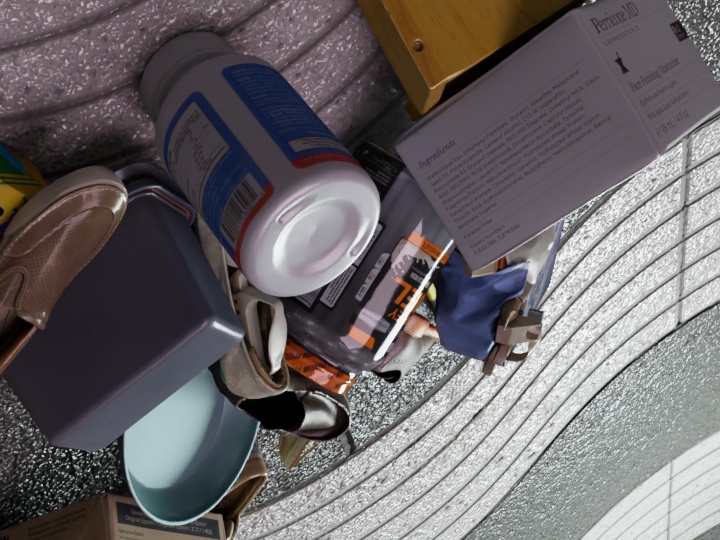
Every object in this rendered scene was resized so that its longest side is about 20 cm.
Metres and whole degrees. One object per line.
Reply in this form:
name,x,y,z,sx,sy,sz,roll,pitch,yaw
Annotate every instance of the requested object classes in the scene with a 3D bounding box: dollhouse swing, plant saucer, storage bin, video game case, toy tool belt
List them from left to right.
storage bin,-0.190,0.042,0.997,0.199,0.135,0.146,-36,162,5
plant saucer,-0.160,0.129,1.174,0.199,0.036,0.203,-26,121,-54
dollhouse swing,0.090,-0.241,1.065,0.199,0.176,0.183,-33,104,-8
toy tool belt,0.116,0.032,1.226,0.123,0.123,0.202,-57,155,-48
video game case,0.184,-0.012,1.360,0.143,0.019,0.201,-55,158,-39

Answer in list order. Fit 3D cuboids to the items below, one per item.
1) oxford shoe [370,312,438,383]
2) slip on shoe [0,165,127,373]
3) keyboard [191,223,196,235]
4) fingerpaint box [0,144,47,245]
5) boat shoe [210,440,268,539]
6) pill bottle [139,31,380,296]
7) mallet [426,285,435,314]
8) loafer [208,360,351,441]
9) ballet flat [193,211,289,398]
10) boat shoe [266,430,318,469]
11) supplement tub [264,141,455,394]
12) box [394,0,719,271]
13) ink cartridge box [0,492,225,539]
oxford shoe,0.031,0.071,1.279,0.073,0.071,0.200,-61,168,-2
slip on shoe,-0.233,0.014,0.894,0.200,0.061,0.076,-41,149,-1
keyboard,-0.108,-0.003,1.139,0.199,0.040,0.105,9,124,-49
fingerpaint box,-0.330,-0.015,0.885,0.200,0.074,0.167,-44,146,6
boat shoe,-0.161,0.259,1.352,0.073,0.069,0.201,4,126,-45
pill bottle,-0.080,-0.085,0.930,0.111,0.200,0.113,-24,143,-20
mallet,0.082,0.015,1.345,0.066,0.041,0.200,-44,150,2
loafer,-0.073,0.127,1.198,0.073,0.072,0.199,-35,142,18
ballet flat,-0.091,0.009,1.069,0.067,0.062,0.203,-26,113,-49
boat shoe,-0.051,0.123,1.324,0.073,0.062,0.201,-40,159,-51
supplement tub,0.000,0.000,1.138,0.201,0.122,0.122,-58,144,3
box,0.170,-0.124,1.074,0.199,0.132,0.199,-34,179,36
ink cartridge box,-0.250,0.278,1.215,0.198,0.076,0.164,-22,154,27
